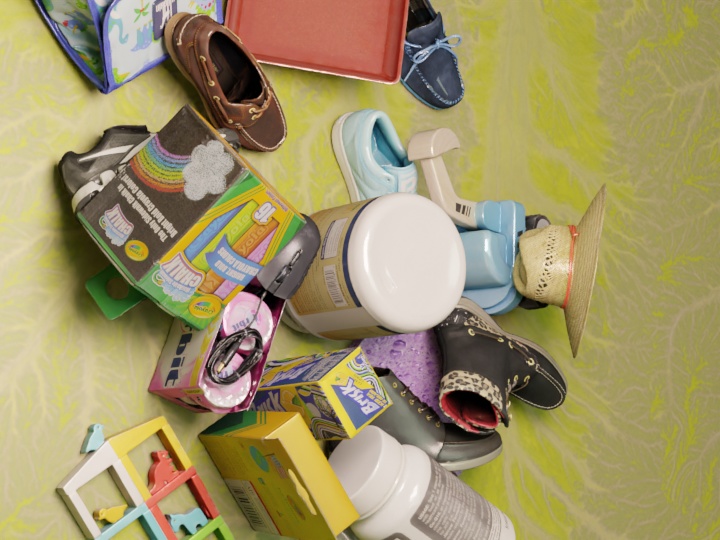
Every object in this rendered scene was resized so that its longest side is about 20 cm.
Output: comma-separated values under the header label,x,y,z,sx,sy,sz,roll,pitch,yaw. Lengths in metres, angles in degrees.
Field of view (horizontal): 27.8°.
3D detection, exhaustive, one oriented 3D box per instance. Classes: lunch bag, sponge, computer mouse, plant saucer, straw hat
label,x,y,z,sx,sy,sz,roll,pitch,yaw
lunch bag,-0.239,-0.303,1.479,0.170,0.127,0.201,-38,118,-33
sponge,0.075,0.129,1.672,0.200,0.030,0.112,49,61,-18
computer mouse,-0.093,0.027,1.438,0.059,0.034,0.201,36,66,-25
plant saucer,-0.046,-0.311,1.616,0.199,0.037,0.201,8,78,-9
straw hat,0.213,-0.007,1.612,0.085,0.201,0.202,10,76,5

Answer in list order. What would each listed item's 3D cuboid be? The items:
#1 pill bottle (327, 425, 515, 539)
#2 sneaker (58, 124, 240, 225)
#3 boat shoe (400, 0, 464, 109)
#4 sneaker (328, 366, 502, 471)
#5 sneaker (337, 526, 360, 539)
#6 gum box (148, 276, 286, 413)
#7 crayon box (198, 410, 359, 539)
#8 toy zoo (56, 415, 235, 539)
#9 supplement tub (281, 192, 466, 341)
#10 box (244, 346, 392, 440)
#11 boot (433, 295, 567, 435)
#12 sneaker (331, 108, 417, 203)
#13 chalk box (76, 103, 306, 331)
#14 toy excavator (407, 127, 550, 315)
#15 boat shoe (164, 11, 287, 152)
label,x,y,z,sx,sy,sz,roll,pitch,yaw
pill bottle,0.059,0.255,1.532,0.200,0.114,0.114,40,64,-25
sneaker,-0.219,-0.119,1.481,0.200,0.067,0.091,-24,63,-28
boat shoe,0.062,-0.276,1.695,0.084,0.069,0.200,-46,108,-29
sneaker,0.066,0.160,1.599,0.199,0.075,0.107,0,100,-16
sneaker,0.015,0.319,1.596,0.200,0.075,0.100,48,43,-18
gum box,-0.138,0.052,1.494,0.066,0.113,0.201,28,69,-27
crayon box,-0.077,0.206,1.459,0.051,0.200,0.127,-34,102,-26
toy zoo,-0.218,0.240,1.471,0.131,0.020,0.201,-35,103,-32
supplement tub,0.000,0.000,1.538,0.144,0.200,0.145,5,82,-35
box,-0.056,0.130,1.484,0.064,0.200,0.070,-36,102,-30
boot,0.157,0.134,1.633,0.203,0.073,0.154,37,31,-24
sneaker,0.034,-0.089,1.644,0.074,0.082,0.201,-33,102,-31
chalk box,-0.179,-0.034,1.415,0.200,0.125,0.124,-45,144,2
toy excavator,0.128,-0.051,1.654,0.200,0.100,0.195,13,75,-52
boat shoe,-0.129,-0.188,1.521,0.071,0.070,0.200,-58,139,-15
